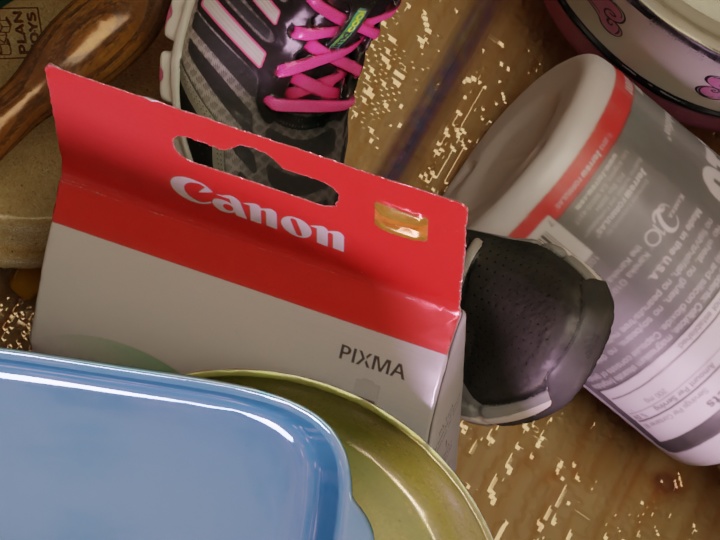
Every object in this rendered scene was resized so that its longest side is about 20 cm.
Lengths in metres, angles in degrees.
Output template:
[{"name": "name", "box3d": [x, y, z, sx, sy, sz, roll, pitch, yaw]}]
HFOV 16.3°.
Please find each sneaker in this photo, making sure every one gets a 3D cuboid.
[{"name": "sneaker", "box3d": [-0.015, -0.100, 0.896, 0.074, 0.087, 0.201, 0, 99, -42]}, {"name": "sneaker", "box3d": [0.000, 0.000, 0.971, 0.115, 0.200, 0.075, 28, 83, -34]}]

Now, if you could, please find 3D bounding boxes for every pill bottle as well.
[{"name": "pill bottle", "box3d": [0.136, 0.010, 1.079, 0.200, 0.114, 0.114, 39, 70, -13]}]

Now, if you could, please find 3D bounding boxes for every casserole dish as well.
[{"name": "casserole dish", "box3d": [-0.095, 0.088, 0.866, 0.199, 0.039, 0.122, 8, 98, -5]}]

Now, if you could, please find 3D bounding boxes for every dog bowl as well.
[{"name": "dog bowl", "box3d": [0.161, -0.148, 1.106, 0.199, 0.074, 0.201, 10, 58, -16]}]

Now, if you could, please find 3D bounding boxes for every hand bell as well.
[{"name": "hand bell", "box3d": [-0.139, -0.048, 0.916, 0.200, 0.104, 0.104, -44, 99, -16]}]

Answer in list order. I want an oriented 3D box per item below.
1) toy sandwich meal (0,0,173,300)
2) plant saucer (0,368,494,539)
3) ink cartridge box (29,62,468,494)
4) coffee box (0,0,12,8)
[{"name": "toy sandwich meal", "box3d": [-0.151, -0.077, 1.007, 0.205, 0.070, 0.206, 8, 68, -21]}, {"name": "plant saucer", "box3d": [-0.045, 0.132, 0.911, 0.199, 0.031, 0.201, 0, 98, -3]}, {"name": "ink cartridge box", "box3d": [-0.043, 0.022, 0.917, 0.160, 0.200, 0.050, 18, 62, 11]}, {"name": "coffee box", "box3d": [-0.129, -0.133, 0.928, 0.200, 0.123, 0.044, -37, 91, -31]}]
